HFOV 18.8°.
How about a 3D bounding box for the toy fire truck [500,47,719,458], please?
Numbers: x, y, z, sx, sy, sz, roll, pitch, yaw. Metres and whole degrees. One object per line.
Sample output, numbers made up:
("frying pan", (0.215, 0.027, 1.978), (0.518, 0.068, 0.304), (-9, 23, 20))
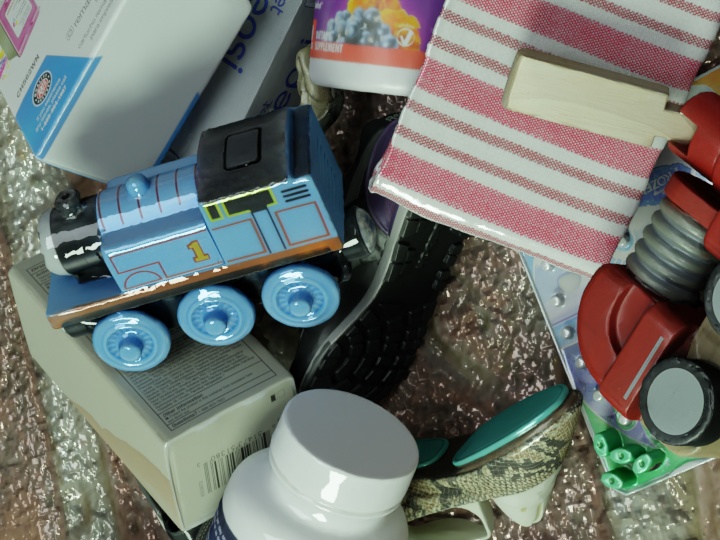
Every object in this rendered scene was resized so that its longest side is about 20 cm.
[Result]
("toy fire truck", (0.162, -0.021, 1.161), (0.200, 0.128, 0.177), (44, 114, 35))

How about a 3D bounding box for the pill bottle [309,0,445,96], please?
("pill bottle", (0.033, -0.202, 1.257), (0.111, 0.111, 0.201), (9, 96, 31))

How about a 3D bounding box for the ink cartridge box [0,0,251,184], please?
("ink cartridge box", (-0.166, -0.168, 1.352), (0.145, 0.084, 0.200), (-57, 39, 20))

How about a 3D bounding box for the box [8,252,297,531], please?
("box", (-0.127, 0.058, 1.334), (0.200, 0.095, 0.078), (44, 151, 42))

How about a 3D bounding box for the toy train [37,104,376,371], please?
("toy train", (-0.094, -0.017, 1.249), (0.199, 0.087, 0.115), (-15, 129, 12))

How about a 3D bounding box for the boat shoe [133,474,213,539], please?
("boat shoe", (-0.097, 0.173, 1.379), (0.072, 0.068, 0.201), (-26, 81, 30))

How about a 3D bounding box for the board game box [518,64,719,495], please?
("board game box", (0.186, 0.001, 1.221), (0.199, 0.026, 0.201), (-27, 78, 29))

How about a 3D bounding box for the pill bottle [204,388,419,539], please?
("pill bottle", (-0.038, 0.172, 1.257), (0.111, 0.111, 0.201), (36, 121, 25))

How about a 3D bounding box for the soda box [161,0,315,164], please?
("soda box", (-0.076, -0.114, 1.355), (0.068, 0.063, 0.201), (37, 110, 25))

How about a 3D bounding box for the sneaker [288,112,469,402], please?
("sneaker", (0.000, 0.000, 1.321), (0.088, 0.076, 0.201), (41, 109, 39))

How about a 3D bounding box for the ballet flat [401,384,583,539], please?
("ballet flat", (0.065, 0.124, 1.283), (0.199, 0.068, 0.076), (-22, 105, 38))

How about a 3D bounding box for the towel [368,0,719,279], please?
("towel", (0.107, -0.108, 1.201), (0.146, 0.030, 0.201), (22, 102, -4))

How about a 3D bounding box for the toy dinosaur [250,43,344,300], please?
("toy dinosaur", (-0.069, -0.043, 1.323), (0.047, 0.088, 0.201), (45, 122, 39))
